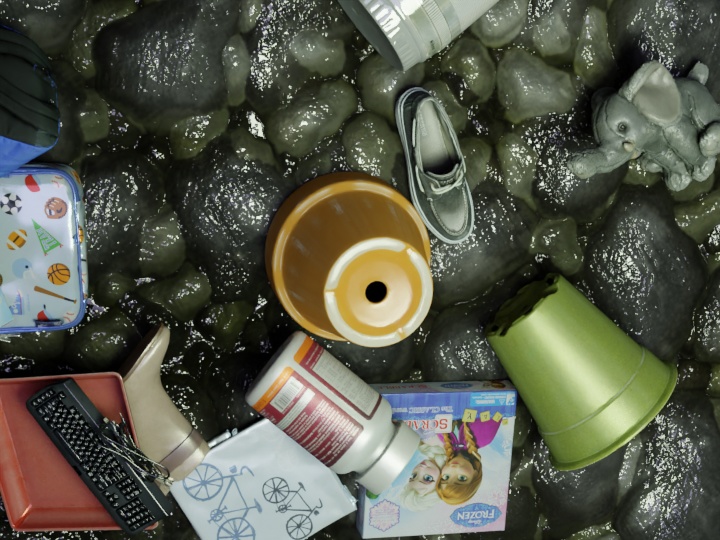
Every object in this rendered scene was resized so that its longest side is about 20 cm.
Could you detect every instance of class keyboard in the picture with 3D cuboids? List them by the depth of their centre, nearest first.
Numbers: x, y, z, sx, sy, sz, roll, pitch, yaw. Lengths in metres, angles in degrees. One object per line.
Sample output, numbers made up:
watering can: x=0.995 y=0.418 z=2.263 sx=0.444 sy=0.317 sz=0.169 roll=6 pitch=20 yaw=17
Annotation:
keyboard: x=-0.294 y=0.211 z=1.308 sx=0.104 sy=0.040 sz=0.201 roll=-34 pitch=99 yaw=24

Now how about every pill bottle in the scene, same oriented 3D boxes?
pill bottle: x=-0.032 y=0.174 z=1.401 sx=0.200 sy=0.110 sz=0.110 roll=39 pitch=93 yaw=-5

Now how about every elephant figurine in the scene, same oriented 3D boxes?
elephant figurine: x=0.337 y=-0.184 z=1.401 sx=0.199 sy=0.156 sz=0.142 roll=15 pitch=123 yaw=-26

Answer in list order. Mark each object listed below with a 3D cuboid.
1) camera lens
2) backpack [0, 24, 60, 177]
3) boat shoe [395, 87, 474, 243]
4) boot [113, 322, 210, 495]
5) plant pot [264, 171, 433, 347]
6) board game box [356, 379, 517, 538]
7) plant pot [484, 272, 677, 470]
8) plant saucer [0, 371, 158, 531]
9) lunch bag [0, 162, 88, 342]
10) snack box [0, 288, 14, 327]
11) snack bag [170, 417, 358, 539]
camera lens: x=0.079 y=-0.340 z=1.286 sx=0.200 sy=0.160 sz=0.160 roll=-40 pitch=110 yaw=-1
backpack: x=-0.422 y=-0.184 z=1.193 sx=0.199 sy=0.167 sz=0.164 roll=13 pitch=62 yaw=-50
boat shoe: x=0.091 y=-0.119 z=1.395 sx=0.072 sy=0.071 sz=0.201 roll=-25 pitch=110 yaw=-6
boot: x=-0.242 y=0.177 z=1.389 sx=0.146 sy=0.070 sz=0.200 roll=38 pitch=107 yaw=-12
plant pot: x=0.000 y=0.000 z=1.346 sx=0.198 sy=0.183 sz=0.202 roll=-3 pitch=105 yaw=-13
board game box: x=0.098 y=0.245 z=1.511 sx=0.198 sy=0.041 sz=0.202 roll=-1 pitch=105 yaw=-13
plant pot: x=0.257 y=0.112 z=1.453 sx=0.200 sy=0.200 sz=0.190 roll=-42 pitch=98 yaw=0
plant saucer: x=-0.340 y=0.209 z=1.360 sx=0.198 sy=0.037 sz=0.201 roll=-5 pitch=108 yaw=17
lunch bag: x=-0.388 y=-0.021 z=1.304 sx=0.159 sy=0.076 sz=0.202 roll=-1 pitch=104 yaw=-11
snack box: x=-0.466 y=-0.022 z=1.208 sx=0.068 sy=0.199 sz=0.170 roll=-37 pitch=125 yaw=-39
snack bag: x=-0.126 y=0.278 z=1.476 sx=0.199 sy=0.021 sz=0.190 roll=-30 pitch=110 yaw=-4
